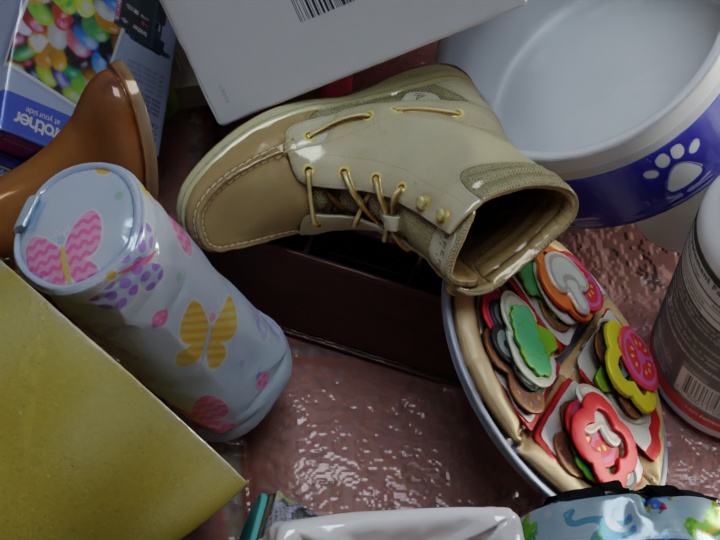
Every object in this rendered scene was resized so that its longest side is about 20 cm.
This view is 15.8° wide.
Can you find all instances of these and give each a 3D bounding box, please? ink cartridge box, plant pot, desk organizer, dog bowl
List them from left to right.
[{"bbox_3d":[-0.182,0.103,1.415,0.200,0.200,0.142,39,83,19],"label":"plant pot"},{"bbox_3d":[-0.172,-0.124,1.588,0.119,0.042,0.201,23,66,-36],"label":"ink cartridge box"},{"bbox_3d":[0.000,0.000,1.576,0.199,0.077,0.072,17,52,3],"label":"desk organizer"},{"bbox_3d":[0.151,-0.128,1.595,0.199,0.079,0.201,-17,50,21],"label":"dog bowl"}]

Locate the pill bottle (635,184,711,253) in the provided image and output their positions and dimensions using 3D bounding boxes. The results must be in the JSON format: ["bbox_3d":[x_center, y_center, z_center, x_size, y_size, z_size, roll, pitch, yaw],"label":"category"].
[{"bbox_3d":[0.215,-0.113,1.678,0.110,0.111,0.201,7,52,-5],"label":"pill bottle"}]

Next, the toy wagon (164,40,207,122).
[{"bbox_3d":[-0.143,-0.161,1.698,0.199,0.040,0.156,-10,55,-16],"label":"toy wagon"}]

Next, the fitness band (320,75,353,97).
[{"bbox_3d":[0.047,-0.132,1.714,0.143,0.038,0.201,7,51,-1],"label":"fitness band"}]

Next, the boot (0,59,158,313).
[{"bbox_3d":[-0.203,-0.033,1.486,0.154,0.201,0.074,-8,50,-25],"label":"boot"}]

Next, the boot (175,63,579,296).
[{"bbox_3d":[0.008,-0.036,1.475,0.199,0.073,0.156,-21,39,-16],"label":"boot"}]

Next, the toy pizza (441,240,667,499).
[{"bbox_3d":[0.122,0.054,1.515,0.200,0.032,0.201,34,40,-34],"label":"toy pizza"}]

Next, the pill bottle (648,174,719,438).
[{"bbox_3d":[0.246,0.003,1.538,0.115,0.201,0.116,5,52,-7],"label":"pill bottle"}]

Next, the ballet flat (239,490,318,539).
[{"bbox_3d":[-0.057,0.212,1.415,0.072,0.072,0.201,19,54,5],"label":"ballet flat"}]

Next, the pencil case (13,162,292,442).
[{"bbox_3d":[-0.115,0.019,1.465,0.090,0.200,0.083,28,77,36],"label":"pencil case"}]

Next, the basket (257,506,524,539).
[{"bbox_3d":[0.011,0.227,1.331,0.135,0.123,0.202,-2,82,-18],"label":"basket"}]

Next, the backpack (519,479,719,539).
[{"bbox_3d":[0.137,0.182,1.385,0.162,0.201,0.155,6,53,-6],"label":"backpack"}]

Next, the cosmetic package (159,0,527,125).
[{"bbox_3d":[-0.007,-0.203,1.559,0.198,0.124,0.200,-20,20,14],"label":"cosmetic package"}]
